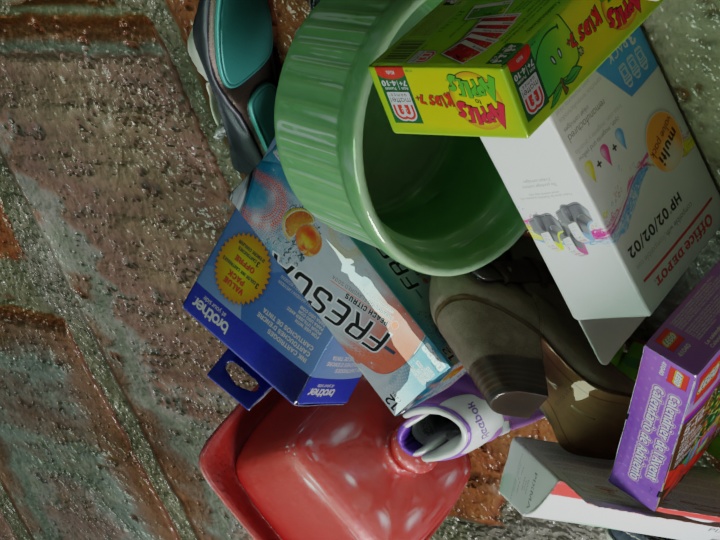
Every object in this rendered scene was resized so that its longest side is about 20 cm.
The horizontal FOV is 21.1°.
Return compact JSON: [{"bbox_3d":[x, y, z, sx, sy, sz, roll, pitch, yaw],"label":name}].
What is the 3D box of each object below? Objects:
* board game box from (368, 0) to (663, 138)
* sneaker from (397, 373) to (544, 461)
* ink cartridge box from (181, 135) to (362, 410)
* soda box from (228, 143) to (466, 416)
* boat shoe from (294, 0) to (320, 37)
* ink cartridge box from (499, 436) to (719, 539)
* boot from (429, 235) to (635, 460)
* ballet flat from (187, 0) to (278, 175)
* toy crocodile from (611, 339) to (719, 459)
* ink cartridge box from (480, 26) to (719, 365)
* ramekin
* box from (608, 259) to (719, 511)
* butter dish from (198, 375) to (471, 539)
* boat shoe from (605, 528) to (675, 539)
[{"bbox_3d":[0.106,-0.152,1.134,0.101,0.200,0.048,7,130,43],"label":"board game box"},{"bbox_3d":[0.066,0.096,1.475,0.073,0.114,0.200,63,165,-6],"label":"sneaker"},{"bbox_3d":[-0.043,0.010,1.458,0.136,0.076,0.200,37,108,29],"label":"ink cartridge box"},{"bbox_3d":[0.000,0.000,1.346,0.200,0.068,0.064,52,123,10],"label":"soda box"},{"bbox_3d":[-0.006,-0.163,1.365,0.074,0.062,0.200,26,140,29],"label":"boat shoe"},{"bbox_3d":[0.195,0.164,1.296,0.160,0.050,0.200,10,-172,-11],"label":"ink cartridge box"},{"bbox_3d":[0.133,0.045,1.330,0.200,0.147,0.070,21,131,-36],"label":"boot"},{"bbox_3d":[-0.097,-0.150,1.470,0.073,0.073,0.200,15,138,36],"label":"ballet flat"},{"bbox_3d":[0.208,0.081,1.401,0.200,0.062,0.068,28,142,17],"label":"toy crocodile"},{"bbox_3d":[0.167,-0.049,1.252,0.068,0.115,0.200,-4,123,47],"label":"ink cartridge box"},{"bbox_3d":[0.038,-0.104,1.267,0.098,0.200,0.200,17,137,45],"label":"ramekin"},{"bbox_3d":[0.232,0.040,1.199,0.039,0.200,0.137,31,144,22],"label":"box"},{"bbox_3d":[0.009,0.153,1.552,0.200,0.200,0.148,52,144,-10],"label":"butter dish"},{"bbox_3d":[0.272,0.197,1.431,0.200,0.075,0.062,16,138,34],"label":"boat shoe"}]
